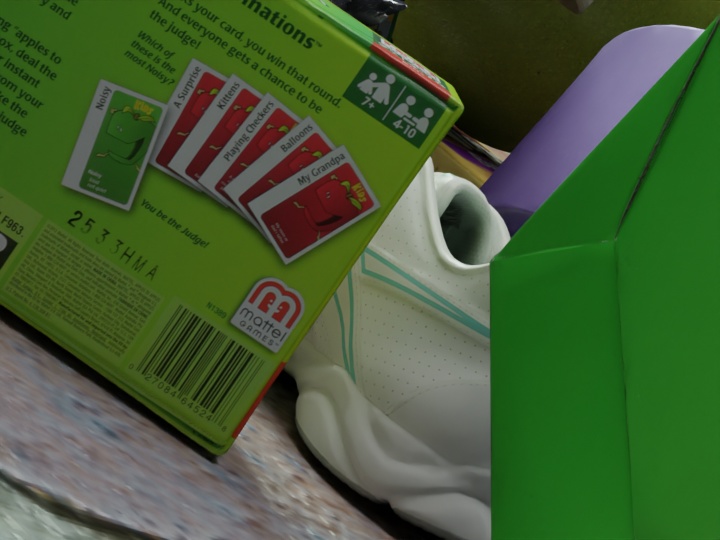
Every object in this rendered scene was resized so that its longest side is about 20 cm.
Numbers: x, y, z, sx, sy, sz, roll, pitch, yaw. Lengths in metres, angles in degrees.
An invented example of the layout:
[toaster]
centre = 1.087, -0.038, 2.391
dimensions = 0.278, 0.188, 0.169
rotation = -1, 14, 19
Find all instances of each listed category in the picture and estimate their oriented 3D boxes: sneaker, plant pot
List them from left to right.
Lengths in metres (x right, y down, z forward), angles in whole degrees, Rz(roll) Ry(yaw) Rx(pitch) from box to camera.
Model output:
[sneaker]
centre = 0.000, 0.000, 0.803
dimensions = 0.070, 0.080, 0.200
rotation = 27, 10, -40
[plant pot]
centre = 0.054, -0.176, 1.200
dimensions = 0.187, 0.187, 0.200
rotation = 42, 2, 42

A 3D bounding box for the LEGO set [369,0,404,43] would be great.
[LEGO set]
centre = -0.047, -0.105, 1.010
dimensions = 0.115, 0.154, 0.200
rotation = 17, 7, 3

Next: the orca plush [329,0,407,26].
[orca plush]
centre = -0.083, -0.055, 0.813
dimensions = 0.105, 0.071, 0.200
rotation = 27, 22, 29

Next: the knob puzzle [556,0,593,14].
[knob puzzle]
centre = 0.020, -0.170, 1.010
dimensions = 0.220, 0.030, 0.220
rotation = 44, -3, 3

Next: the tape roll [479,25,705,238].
[tape roll]
centre = 0.129, 0.021, 0.926
dimensions = 0.200, 0.085, 0.200
rotation = 37, -17, 13

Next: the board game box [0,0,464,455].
[board game box]
centre = -0.086, -0.056, 0.677
dimensions = 0.200, 0.102, 0.048
rotation = 34, 6, -6

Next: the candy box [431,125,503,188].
[candy box]
centre = 0.042, -0.025, 1.242
dimensions = 0.117, 0.057, 0.200
rotation = 28, 9, -42

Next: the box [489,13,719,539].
[box]
centre = 0.121, 0.070, 0.615
dimensions = 0.176, 0.097, 0.200
rotation = 33, 29, -17
